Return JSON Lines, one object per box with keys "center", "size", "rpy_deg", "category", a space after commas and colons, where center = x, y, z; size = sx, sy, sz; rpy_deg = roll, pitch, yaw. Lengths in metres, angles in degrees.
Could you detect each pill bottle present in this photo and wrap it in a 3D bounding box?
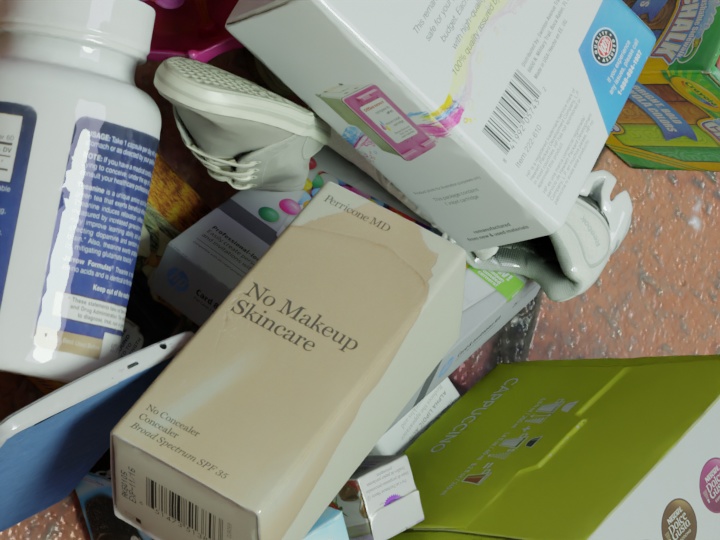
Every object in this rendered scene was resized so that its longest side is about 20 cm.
{"center": [-0.165, -0.045, 1.357], "size": [0.111, 0.111, 0.201], "rpy_deg": [14, 85, -40], "category": "pill bottle"}

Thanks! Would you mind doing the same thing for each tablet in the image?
{"center": [-0.170, 0.099, 1.365], "size": [0.130, 0.200, 0.014], "rpy_deg": [-26, 77, -38], "category": "tablet"}

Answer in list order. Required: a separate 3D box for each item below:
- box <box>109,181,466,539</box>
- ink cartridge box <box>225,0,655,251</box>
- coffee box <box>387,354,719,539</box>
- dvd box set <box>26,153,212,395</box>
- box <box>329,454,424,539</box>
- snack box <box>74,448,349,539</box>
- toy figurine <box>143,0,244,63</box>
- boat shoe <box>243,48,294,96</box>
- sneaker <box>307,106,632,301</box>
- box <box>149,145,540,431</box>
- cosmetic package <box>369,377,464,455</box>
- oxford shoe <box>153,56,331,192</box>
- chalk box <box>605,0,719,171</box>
{"center": [-0.034, 0.057, 1.344], "size": [0.200, 0.095, 0.078], "rpy_deg": [-52, 159, -34], "category": "box"}
{"center": [0.045, -0.130, 1.414], "size": [0.200, 0.085, 0.145], "rpy_deg": [43, 60, -25], "category": "ink cartridge box"}
{"center": [0.130, 0.179, 1.473], "size": [0.200, 0.200, 0.198], "rpy_deg": [-40, 115, -39], "category": "coffee box"}
{"center": [-0.171, -0.027, 1.449], "size": [0.200, 0.029, 0.146], "rpy_deg": [48, 64, -33], "category": "dvd box set"}
{"center": [-0.045, 0.127, 1.456], "size": [0.041, 0.200, 0.039], "rpy_deg": [-21, 100, -39], "category": "box"}
{"center": [-0.073, 0.169, 1.430], "size": [0.037, 0.200, 0.116], "rpy_deg": [-31, 117, -35], "category": "snack box"}
{"center": [-0.100, -0.204, 1.431], "size": [0.200, 0.150, 0.185], "rpy_deg": [-3, 104, -50], "category": "toy figurine"}
{"center": [0.012, -0.178, 1.574], "size": [0.073, 0.063, 0.200], "rpy_deg": [52, 61, -30], "category": "boat shoe"}
{"center": [0.058, -0.051, 1.504], "size": [0.200, 0.075, 0.081], "rpy_deg": [26, 48, 1], "category": "sneaker"}
{"center": [0.000, 0.000, 1.500], "size": [0.200, 0.156, 0.041], "rpy_deg": [-38, 160, -49], "category": "box"}
{"center": [0.024, 0.117, 1.582], "size": [0.074, 0.102, 0.200], "rpy_deg": [-53, 125, -27], "category": "cosmetic package"}
{"center": [-0.064, -0.074, 1.407], "size": [0.058, 0.075, 0.200], "rpy_deg": [-62, 167, 2], "category": "oxford shoe"}
{"center": [0.236, -0.143, 1.680], "size": [0.124, 0.200, 0.124], "rpy_deg": [40, 68, -35], "category": "chalk box"}
